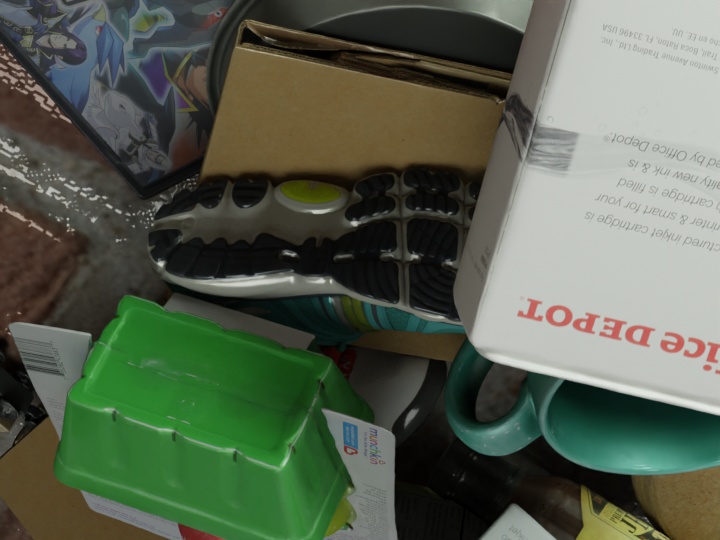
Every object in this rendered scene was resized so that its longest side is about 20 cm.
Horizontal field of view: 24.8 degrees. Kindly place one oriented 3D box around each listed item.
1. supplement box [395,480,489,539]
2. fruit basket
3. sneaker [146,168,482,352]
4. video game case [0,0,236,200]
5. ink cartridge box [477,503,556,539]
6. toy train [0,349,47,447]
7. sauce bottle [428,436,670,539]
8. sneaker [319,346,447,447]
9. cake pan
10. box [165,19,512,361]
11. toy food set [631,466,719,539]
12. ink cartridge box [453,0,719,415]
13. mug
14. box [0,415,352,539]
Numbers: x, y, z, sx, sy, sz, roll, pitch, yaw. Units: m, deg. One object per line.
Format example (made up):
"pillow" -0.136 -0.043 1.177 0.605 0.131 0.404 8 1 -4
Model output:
"supplement box" 0.045 0.253 1.030 0.199 0.134 0.200 12 131 1
"fruit basket" -0.065 0.095 0.794 0.185 0.094 0.200 16 154 14
"sneaker" 0.000 0.000 0.773 0.200 0.078 0.080 6 148 14
"video game case" -0.087 -0.139 0.797 0.200 0.026 0.181 -24 122 28
"ink cartridge box" 0.066 0.248 0.862 0.146 0.200 0.083 41 169 13
"toy train" -0.193 0.112 1.028 0.046 0.034 0.200 -16 126 39
"sauce bottle" 0.132 0.163 0.949 0.200 0.065 0.065 32 132 13
"sneaker" -0.055 0.065 0.924 0.201 0.067 0.108 -23 123 41
"cake pan" 0.023 -0.075 0.793 0.200 0.037 0.200 1 141 1
"box" -0.001 -0.031 0.801 0.163 0.021 0.200 11 141 -9
"toy food set" 0.252 0.107 0.922 0.200 0.049 0.198 -15 125 23
"ink cartridge box" 0.131 -0.055 0.647 0.146 0.083 0.200 14 106 -7
"mug" 0.137 0.015 0.804 0.185 0.115 0.152 -1 144 -9
"box" -0.093 0.143 0.904 0.163 0.021 0.200 -40 87 21
